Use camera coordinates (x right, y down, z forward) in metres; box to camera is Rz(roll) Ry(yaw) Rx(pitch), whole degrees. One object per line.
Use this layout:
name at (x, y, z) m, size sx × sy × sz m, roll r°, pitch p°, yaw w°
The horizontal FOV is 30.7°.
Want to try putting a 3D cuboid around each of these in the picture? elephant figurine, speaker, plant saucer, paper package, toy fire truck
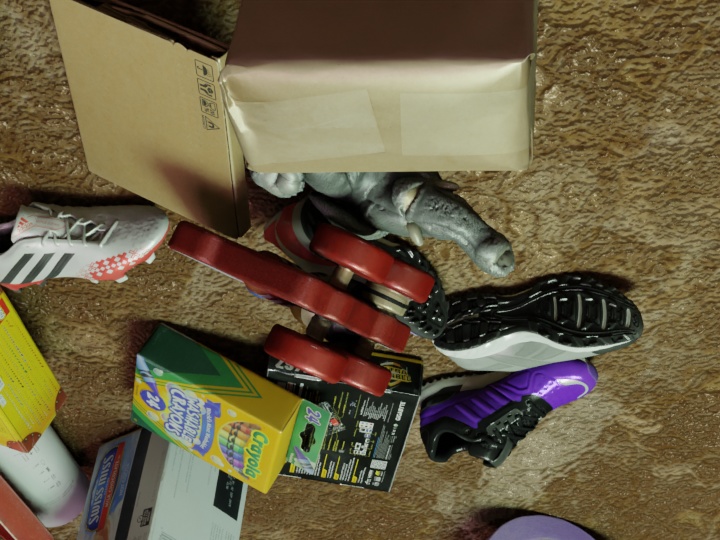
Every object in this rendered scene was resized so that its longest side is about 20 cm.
elephant figurine at (0.010, -0.075, 1.038) m, size 0.141 × 0.156 × 0.200 m, roll -31°, pitch 127°, yaw 32°
speaker at (-0.374, 0.205, 1.470) m, size 0.081 × 0.082 × 0.200 m, roll -5°, pitch 139°, yaw 13°
plant saucer at (-0.426, 0.236, 1.462) m, size 0.199 × 0.037 × 0.200 m, roll 17°, pitch 145°, yaw 51°
paper package at (0.021, -0.166, 0.898) m, size 0.199 × 0.191 × 0.104 m, roll 0°, pitch 142°, yaw 8°
toy fire truck at (-0.046, 0.017, 1.085) m, size 0.167 × 0.113 × 0.200 m, roll 24°, pitch 178°, yaw 29°

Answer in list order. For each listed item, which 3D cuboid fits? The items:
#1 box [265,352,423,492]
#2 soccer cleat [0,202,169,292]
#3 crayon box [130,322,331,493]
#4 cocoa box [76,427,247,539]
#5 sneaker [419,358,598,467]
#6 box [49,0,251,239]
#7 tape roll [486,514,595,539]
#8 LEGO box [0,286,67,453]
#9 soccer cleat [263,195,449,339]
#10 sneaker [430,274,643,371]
box at (-0.028, 0.157, 1.395) m, size 0.159 × 0.050 × 0.200 m, roll 11°, pitch 140°, yaw -1°
soccer cleat at (-0.268, -0.030, 1.193) m, size 0.199 × 0.069 × 0.085 m, roll -9°, pitch 142°, yaw 24°
crayon box at (-0.136, 0.150, 1.345) m, size 0.199 × 0.052 × 0.126 m, roll 26°, pitch 141°, yaw 8°
cocoa box at (-0.222, 0.288, 1.455) m, size 0.131 × 0.201 × 0.133 m, roll -23°, pitch 132°, yaw 31°
sneaker at (0.148, 0.149, 1.322) m, size 0.199 × 0.100 × 0.070 m, roll -19°, pitch 136°, yaw 28°
box at (-0.166, -0.125, 1.052) m, size 0.163 × 0.021 × 0.201 m, roll 25°, pitch 145°, yaw 19°
tape roll at (0.214, 0.387, 1.517) m, size 0.199 × 0.201 × 0.066 m, roll 18°, pitch 138°, yaw -13°
LEGO box at (-0.398, 0.078, 1.291) m, size 0.148 × 0.077 × 0.201 m, roll 15°, pitch 145°, yaw 24°
soccer cleat at (0.000, 0.000, 1.203) m, size 0.200 × 0.068 × 0.073 m, roll 36°, pitch 148°, yaw -31°
sneaker at (0.169, 0.057, 1.243) m, size 0.199 × 0.074 × 0.079 m, roll -6°, pitch 148°, yaw 23°
